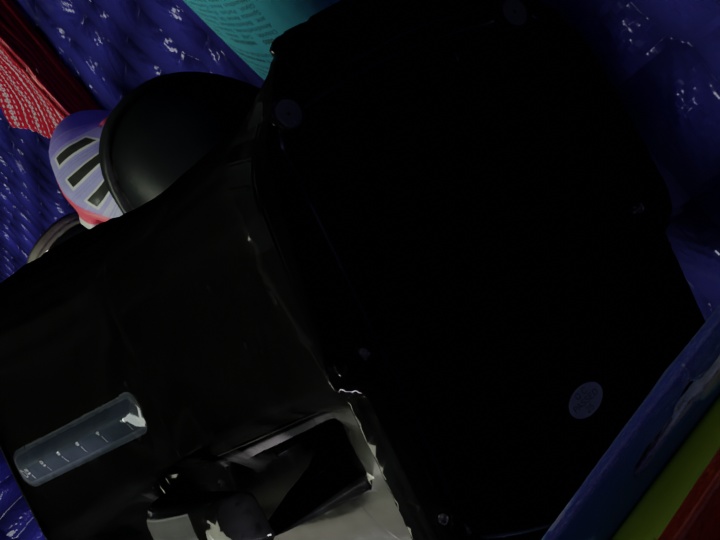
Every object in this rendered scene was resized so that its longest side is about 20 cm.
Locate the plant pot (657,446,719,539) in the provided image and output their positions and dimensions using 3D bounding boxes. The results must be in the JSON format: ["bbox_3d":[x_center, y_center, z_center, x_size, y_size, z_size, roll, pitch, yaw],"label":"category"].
[{"bbox_3d":[0.156,0.120,0.389,0.176,0.200,0.200,39,174,-31],"label":"plant pot"}]

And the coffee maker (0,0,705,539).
[{"bbox_3d":[-0.015,0.001,0.650,0.200,0.134,0.194,-25,68,57],"label":"coffee maker"}]

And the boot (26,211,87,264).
[{"bbox_3d":[-0.112,0.053,1.483,0.153,0.074,0.204,35,169,36],"label":"boot"}]

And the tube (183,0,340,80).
[{"bbox_3d":[-0.021,-0.077,0.716,0.200,0.050,0.077,49,175,-39],"label":"tube"}]

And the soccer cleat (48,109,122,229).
[{"bbox_3d":[-0.087,-0.042,1.089,0.200,0.066,0.077,43,139,49],"label":"soccer cleat"}]

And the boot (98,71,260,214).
[{"bbox_3d":[0.000,0.000,0.816,0.200,0.077,0.168,42,173,-7],"label":"boot"}]

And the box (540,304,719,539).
[{"bbox_3d":[0.101,0.075,0.578,0.048,0.122,0.200,33,166,25],"label":"box"}]

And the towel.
[{"bbox_3d":[-0.201,-0.121,1.315,0.145,0.022,0.200,53,168,-26],"label":"towel"}]
